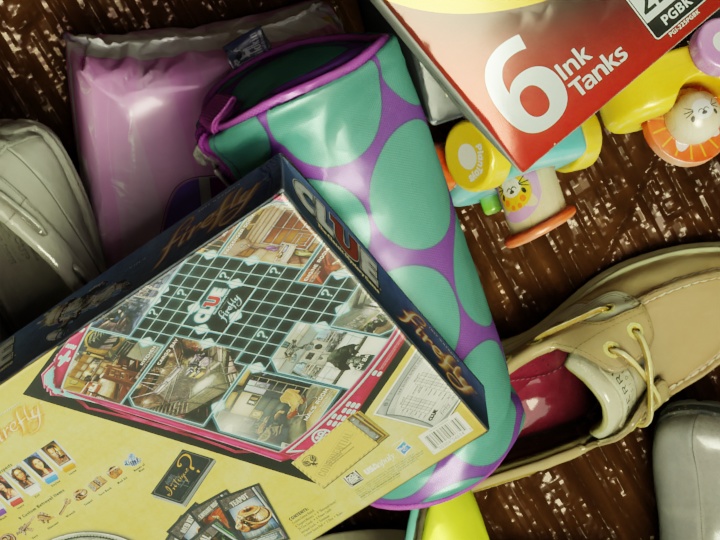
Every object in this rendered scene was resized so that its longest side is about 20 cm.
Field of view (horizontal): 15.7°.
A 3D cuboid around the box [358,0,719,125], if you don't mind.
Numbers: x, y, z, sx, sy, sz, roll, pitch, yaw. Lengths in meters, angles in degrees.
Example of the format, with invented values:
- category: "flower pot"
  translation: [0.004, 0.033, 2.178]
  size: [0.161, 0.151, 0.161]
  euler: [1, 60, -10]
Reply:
- category: "box"
  translation: [0.078, -0.189, 1.089]
  size: [0.182, 0.104, 0.200]
  euler: [-19, 112, -6]

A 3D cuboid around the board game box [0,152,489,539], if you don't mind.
- category: "board game box"
  translation: [-0.069, 0.060, 1.026]
  size: [0.200, 0.035, 0.136]
  euler: [-33, 116, 16]

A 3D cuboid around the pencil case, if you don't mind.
- category: "pencil case"
  translation: [0.000, 0.000, 1.066]
  size: [0.092, 0.085, 0.200]
  euler: [-23, 115, -3]

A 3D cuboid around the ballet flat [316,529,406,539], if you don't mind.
- category: "ballet flat"
  translation: [0.043, 0.160, 1.225]
  size: [0.199, 0.069, 0.070]
  euler: [0, 109, -14]

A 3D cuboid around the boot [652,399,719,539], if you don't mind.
- category: "boot"
  translation: [0.164, 0.172, 1.212]
  size: [0.070, 0.132, 0.200]
  euler: [-3, 119, 27]

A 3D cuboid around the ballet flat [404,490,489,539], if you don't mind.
- category: "ballet flat"
  translation: [0.040, 0.183, 1.160]
  size: [0.067, 0.067, 0.201]
  euler: [14, 100, 10]

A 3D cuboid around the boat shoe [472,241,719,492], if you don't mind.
- category: "boat shoe"
  translation: [0.106, 0.052, 1.201]
  size: [0.200, 0.066, 0.074]
  euler: [-27, 113, -4]

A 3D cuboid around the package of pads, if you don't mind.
- category: "package of pads"
  translation: [-0.059, -0.012, 1.132]
  size: [0.120, 0.076, 0.201]
  euler: [-8, 111, -10]

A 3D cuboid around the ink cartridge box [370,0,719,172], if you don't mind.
- category: "ink cartridge box"
  translation: [0.076, -0.172, 0.992]
  size: [0.200, 0.084, 0.176]
  euler: [-41, 113, 3]

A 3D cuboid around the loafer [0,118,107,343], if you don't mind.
- category: "loafer"
  translation: [-0.121, 0.036, 1.069]
  size: [0.070, 0.070, 0.200]
  euler: [-22, 102, 30]

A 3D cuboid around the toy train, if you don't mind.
- category: "toy train"
  translation: [0.121, -0.055, 1.118]
  size: [0.200, 0.150, 0.056]
  euler: [-21, 82, 10]
